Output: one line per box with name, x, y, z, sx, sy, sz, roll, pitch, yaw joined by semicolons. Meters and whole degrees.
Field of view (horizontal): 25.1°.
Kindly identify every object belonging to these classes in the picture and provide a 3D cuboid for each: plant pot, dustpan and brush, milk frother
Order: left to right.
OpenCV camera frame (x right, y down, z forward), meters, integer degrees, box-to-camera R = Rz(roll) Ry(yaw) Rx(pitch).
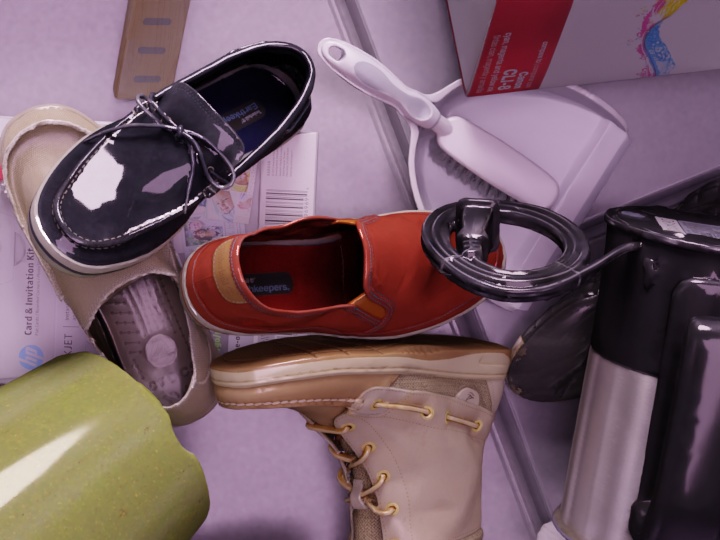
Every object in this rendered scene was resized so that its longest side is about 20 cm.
plant pot;-0.186;0.143;0.846;0.190;0.200;0.200;-40;99;-33
dustpan and brush;0.056;-0.079;0.962;0.200;0.057;0.140;32;88;-8
milk frother;0.132;0.060;0.905;0.200;0.180;0.188;13;102;20

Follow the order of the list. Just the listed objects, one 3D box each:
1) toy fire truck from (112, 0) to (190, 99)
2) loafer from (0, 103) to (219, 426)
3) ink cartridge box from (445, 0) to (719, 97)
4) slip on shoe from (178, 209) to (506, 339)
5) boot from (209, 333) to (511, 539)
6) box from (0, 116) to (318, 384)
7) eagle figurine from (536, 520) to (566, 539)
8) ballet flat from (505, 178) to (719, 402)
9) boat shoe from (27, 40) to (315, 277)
toy fire truck;-0.160;-0.204;0.906;0.176;0.129;0.200;-6;84;-8
loafer;-0.134;-0.003;0.894;0.076;0.068;0.200;-31;96;-6
ink cartridge box;0.152;-0.200;0.907;0.200;0.145;0.146;-7;69;-7
slip on shoe;0.000;0.000;0.896;0.200;0.061;0.074;-4;78;-29
boot;-0.001;0.116;0.935;0.200;0.073;0.156;1;97;-39
box;-0.128;-0.009;0.949;0.200;0.041;0.156;2;92;-9
eagle figurine;0.190;0.211;0.931;0.151;0.200;0.152;40;47;-16
ballet flat;0.174;0.015;0.997;0.200;0.057;0.066;-36;106;2
boat shoe;-0.097;-0.067;0.869;0.200;0.062;0.075;-38;85;-35
